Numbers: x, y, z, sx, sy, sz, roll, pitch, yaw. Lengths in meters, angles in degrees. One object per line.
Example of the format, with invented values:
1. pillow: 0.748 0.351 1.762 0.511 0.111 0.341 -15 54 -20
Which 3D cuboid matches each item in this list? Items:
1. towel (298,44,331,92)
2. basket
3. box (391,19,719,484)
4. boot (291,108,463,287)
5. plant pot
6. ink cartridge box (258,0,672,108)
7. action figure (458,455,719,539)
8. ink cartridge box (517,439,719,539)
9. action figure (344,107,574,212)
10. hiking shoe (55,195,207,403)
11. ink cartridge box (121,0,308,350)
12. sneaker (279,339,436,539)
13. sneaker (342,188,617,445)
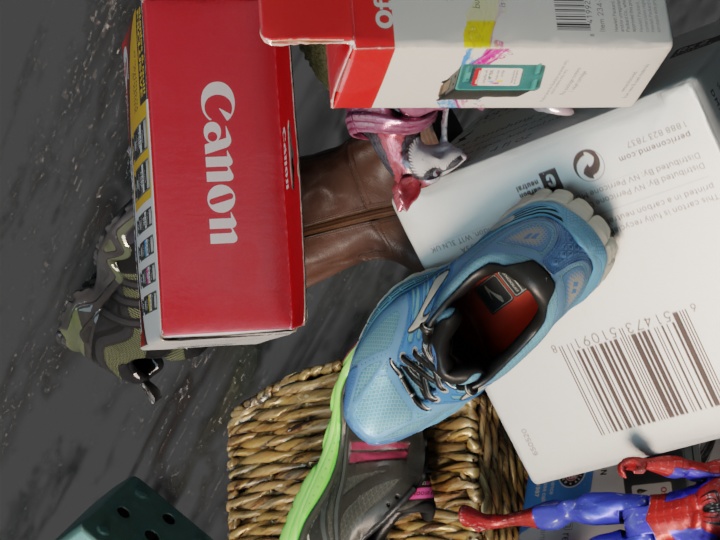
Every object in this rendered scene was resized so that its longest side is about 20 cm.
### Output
1. towel: 0.011 -0.207 0.966 0.200 0.036 0.149 -37 93 35
2. basket: 0.025 0.135 1.113 0.199 0.149 0.143 -10 76 30
3. box: 0.161 -0.010 0.930 0.198 0.131 0.201 -20 103 33
4. boot: 0.000 0.000 1.057 0.199 0.064 0.187 -18 95 30
5. plant pot: -0.208 0.267 1.254 0.141 0.141 0.200 38 117 5
6. ink cartridge box: 0.043 -0.145 0.797 0.199 0.117 0.067 -1 159 -11
7. action figure: 0.144 0.142 0.911 0.199 0.099 0.066 -14 72 22
8. ink cartridge box: 0.201 0.172 0.982 0.199 0.145 0.084 -8 140 29
9. action figure: 0.023 -0.131 0.871 0.134 0.148 0.201 -10 73 52
10. hiking shoe: -0.136 0.008 1.131 0.101 0.076 0.200 36 135 1
11. ink cartridge box: -0.090 -0.058 0.962 0.083 0.176 0.201 -3 85 -13
12. sneaker: 0.018 0.113 0.999 0.084 0.077 0.201 23 100 22
13. sneaker: 0.047 0.034 0.876 0.078 0.090 0.200 45 127 2
